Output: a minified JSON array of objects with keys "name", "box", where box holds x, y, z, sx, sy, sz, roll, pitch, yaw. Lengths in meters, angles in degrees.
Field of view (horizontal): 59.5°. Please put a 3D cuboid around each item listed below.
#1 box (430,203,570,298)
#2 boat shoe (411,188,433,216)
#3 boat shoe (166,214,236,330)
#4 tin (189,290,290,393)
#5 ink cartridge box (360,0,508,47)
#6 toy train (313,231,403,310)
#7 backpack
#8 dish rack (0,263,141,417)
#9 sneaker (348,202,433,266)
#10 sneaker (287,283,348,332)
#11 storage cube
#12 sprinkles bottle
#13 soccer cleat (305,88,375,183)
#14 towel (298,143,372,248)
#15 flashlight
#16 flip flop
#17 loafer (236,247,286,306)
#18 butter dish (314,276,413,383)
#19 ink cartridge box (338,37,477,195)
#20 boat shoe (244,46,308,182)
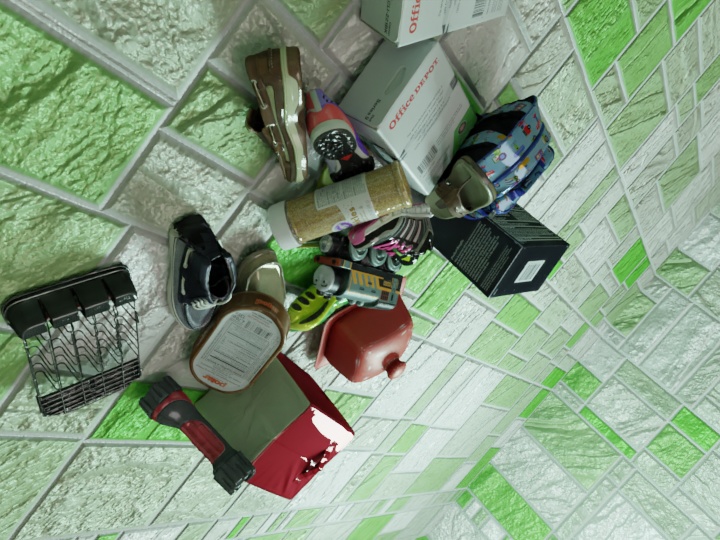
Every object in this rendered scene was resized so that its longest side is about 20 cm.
[{"name":"box","box":[0.256,-0.059,1.209,0.199,0.199,0.124,-3,131,-47]},{"name":"boat shoe","box":[0.102,-0.116,1.087,0.199,0.068,0.073,-19,140,-37]},{"name":"boat shoe","box":[-0.214,0.030,0.856,0.074,0.093,0.201,-25,142,-29]},{"name":"tin","box":[-0.187,0.113,0.958,0.111,0.042,0.200,32,122,-14]},{"name":"ink cartridge box","box":[0.103,-0.381,0.779,0.199,0.084,0.145,-27,144,-29]},{"name":"toy train","box":[0.000,0.000,1.021,0.199,0.084,0.116,15,85,-53]},{"name":"backpack","box":[0.226,-0.180,1.008,0.183,0.135,0.200,-48,-170,-15]},{"name":"dish rack","box":[-0.356,0.099,0.808,0.152,0.055,0.201,-21,142,-33]},{"name":"sneaker","box":[0.058,-0.047,0.961,0.073,0.088,0.199,-18,-178,35]},{"name":"sneaker","box":[-0.060,0.042,1.091,0.199,0.075,0.083,-31,-179,-37]},{"name":"storage cube","box":[-0.146,0.261,1.102,0.171,0.200,0.180,-43,142,-3]},{"name":"sprinkles bottle","box":[-0.029,-0.091,0.884,0.198,0.069,0.068,-18,150,11]},{"name":"soccer cleat","box":[-0.028,-0.174,0.860,0.067,0.074,0.200,-21,165,8]},{"name":"towel","box":[-0.038,-0.119,0.969,0.085,0.018,0.201,-8,132,-46]},{"name":"flashlight","box":[-0.248,0.252,0.956,0.068,0.200,0.068,-40,166,-27]},{"name":"flip flop","box":[0.141,-0.112,0.959,0.057,0.081,0.200,-42,-174,-19]},{"name":"loafer","box":[-0.147,0.052,0.982,0.075,0.068,0.201,-25,143,-30]},{"name":"butter dish","box":[0.030,0.141,1.198,0.199,0.148,0.200,-27,154,-29]},{"name":"ink cartridge box","box":[0.074,-0.224,0.905,0.147,0.084,0.200,-55,148,-2]},{"name":"boat shoe","box":[-0.106,-0.188,0.781,0.074,0.075,0.203,-5,144,-5]}]
